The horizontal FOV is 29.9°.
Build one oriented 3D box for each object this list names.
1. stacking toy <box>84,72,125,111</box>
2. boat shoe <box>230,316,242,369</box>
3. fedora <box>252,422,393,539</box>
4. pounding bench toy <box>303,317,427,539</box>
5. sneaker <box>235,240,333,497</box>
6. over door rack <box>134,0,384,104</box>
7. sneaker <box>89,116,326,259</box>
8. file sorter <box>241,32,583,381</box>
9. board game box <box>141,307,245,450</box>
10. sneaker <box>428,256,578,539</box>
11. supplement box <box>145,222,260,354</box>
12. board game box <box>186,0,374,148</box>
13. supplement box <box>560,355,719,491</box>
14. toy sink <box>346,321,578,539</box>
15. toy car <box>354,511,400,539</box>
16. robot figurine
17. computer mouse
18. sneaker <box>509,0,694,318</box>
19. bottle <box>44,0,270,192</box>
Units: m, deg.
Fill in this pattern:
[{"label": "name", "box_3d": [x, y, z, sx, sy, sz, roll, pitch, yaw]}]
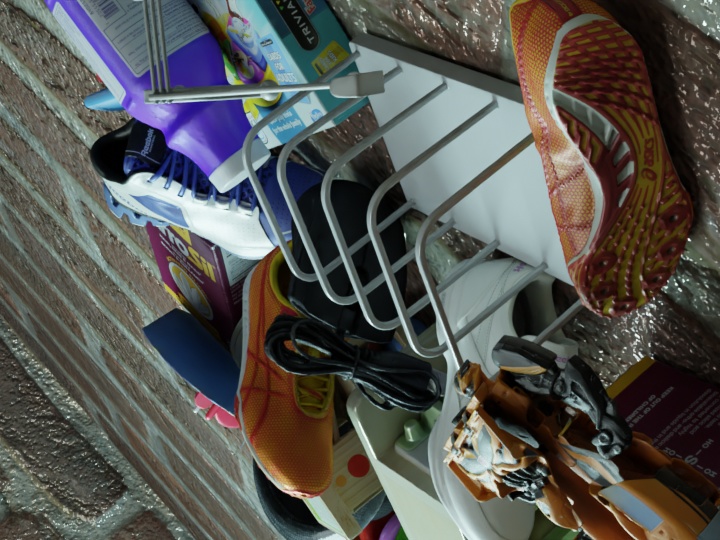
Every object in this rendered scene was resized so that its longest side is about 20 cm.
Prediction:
[{"label": "stacking toy", "box_3d": [-0.180, -0.234, 1.057, 0.109, 0.115, 0.202, -3, 108, 56]}, {"label": "boat shoe", "box_3d": [-0.046, 0.023, 1.172, 0.075, 0.062, 0.201, 42, 132, 11]}, {"label": "fedora", "box_3d": [-0.017, 0.181, 1.332, 0.091, 0.202, 0.200, 25, -176, -44]}, {"label": "pounding bench toy", "box_3d": [0.024, 0.148, 1.120, 0.201, 0.155, 0.124, 55, 167, -4]}, {"label": "sneaker", "box_3d": [-0.050, 0.067, 0.994, 0.077, 0.072, 0.202, -40, 51, 47]}, {"label": "over door rack", "box_3d": [-0.061, -0.176, 0.819, 0.199, 0.066, 0.150, 4, 105, 42]}, {"label": "sneaker", "box_3d": [-0.133, -0.071, 1.069, 0.197, 0.081, 0.115, 10, 165, 15]}, {"label": "file sorter", "box_3d": [0.036, -0.038, 0.837, 0.199, 0.124, 0.140, 30, 150, 48]}, {"label": "board game box", "box_3d": [-0.134, 0.106, 1.250, 0.157, 0.039, 0.200, 37, -170, 1]}, {"label": "sneaker", "box_3d": [0.096, 0.089, 0.888, 0.099, 0.074, 0.203, -9, 82, 51]}, {"label": "supplement box", "box_3d": [-0.120, -0.028, 1.235, 0.131, 0.103, 0.201, 42, 157, 28]}, {"label": "board game box", "box_3d": [-0.083, -0.189, 0.962, 0.201, 0.047, 0.151, 57, 160, -11]}, {"label": "supplement box", "box_3d": [0.222, 0.145, 0.785, 0.199, 0.085, 0.111, 26, 147, 51]}, {"label": "toy sink", "box_3d": [0.098, 0.149, 1.009, 0.112, 0.130, 0.201, 27, 147, 50]}, {"label": "toy car", "box_3d": [0.053, 0.300, 1.370, 0.199, 0.173, 0.152, 15, 102, 60]}, {"label": "robot figurine", "box_3d": [0.125, 0.122, 0.724, 0.199, 0.058, 0.145, 38, 150, 12]}, {"label": "computer mouse", "box_3d": [0.000, 0.000, 0.976, 0.137, 0.201, 0.053, 20, 131, -22]}, {"label": "sneaker", "box_3d": [0.126, -0.060, 0.709, 0.077, 0.072, 0.201, -117, 9, -52]}, {"label": "bottle", "box_3d": [-0.142, -0.149, 0.967, 0.201, 0.083, 0.065, 52, 153, 0]}]
